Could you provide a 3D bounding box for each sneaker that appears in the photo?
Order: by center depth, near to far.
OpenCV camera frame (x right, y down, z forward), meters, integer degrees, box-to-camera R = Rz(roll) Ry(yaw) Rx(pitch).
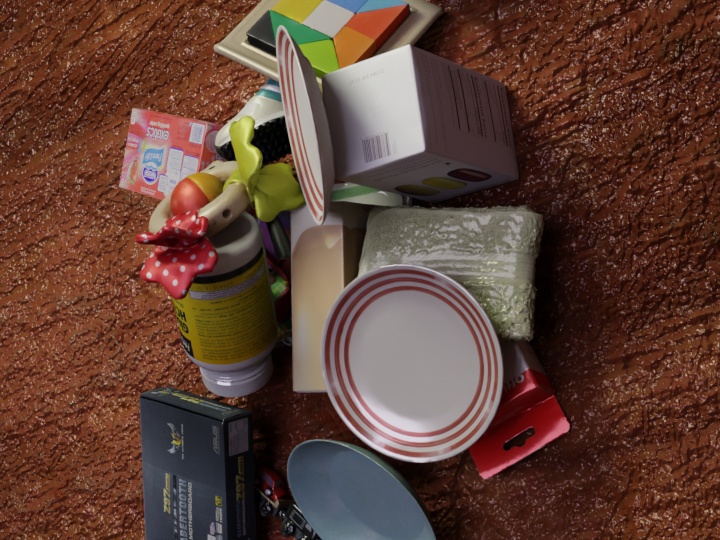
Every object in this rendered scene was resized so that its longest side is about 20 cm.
[{"bbox_3d":[-0.080,-0.196,1.580,0.199,0.070,0.094,-30,57,3],"label":"sneaker"}]

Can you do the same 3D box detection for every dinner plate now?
[{"bbox_3d":[-0.053,-0.146,1.415,0.024,0.200,0.202,-13,74,-8],"label":"dinner plate"},{"bbox_3d":[0.052,0.092,1.418,0.198,0.024,0.203,5,101,24],"label":"dinner plate"}]

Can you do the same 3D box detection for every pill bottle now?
[{"bbox_3d":[-0.153,0.039,1.590,0.112,0.112,0.202,22,135,34],"label":"pill bottle"}]

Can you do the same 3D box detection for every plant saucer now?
[{"bbox_3d":[0.010,0.251,1.522,0.200,0.039,0.202,25,138,25],"label":"plant saucer"}]

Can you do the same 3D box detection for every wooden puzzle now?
[{"bbox_3d":[-0.034,-0.268,1.548,0.184,0.037,0.200,28,57,23],"label":"wooden puzzle"}]

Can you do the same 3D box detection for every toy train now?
[{"bbox_3d":[-0.110,0.254,1.651,0.199,0.034,0.046,37,105,32],"label":"toy train"}]

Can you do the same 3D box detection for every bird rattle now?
[{"bbox_3d":[-0.160,-0.059,1.495,0.200,0.113,0.163,-48,26,-13],"label":"bird rattle"}]

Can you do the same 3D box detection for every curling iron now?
[{"bbox_3d":[-0.088,0.000,1.623,0.049,0.025,0.202,-29,67,27],"label":"curling iron"}]

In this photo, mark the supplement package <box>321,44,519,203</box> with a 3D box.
[{"bbox_3d":[0.066,-0.145,1.459,0.113,0.199,0.111,-15,77,33],"label":"supplement package"}]

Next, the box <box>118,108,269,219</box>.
[{"bbox_3d":[-0.197,-0.127,1.674,0.199,0.094,0.104,16,96,55],"label":"box"}]

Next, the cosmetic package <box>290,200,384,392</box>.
[{"bbox_3d":[-0.020,0.029,1.532,0.070,0.105,0.203,-3,88,31],"label":"cosmetic package"}]

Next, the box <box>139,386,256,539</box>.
[{"bbox_3d":[-0.192,0.250,1.663,0.157,0.051,0.202,11,105,43],"label":"box"}]

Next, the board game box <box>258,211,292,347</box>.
[{"bbox_3d":[-0.125,0.013,1.678,0.198,0.039,0.160,-12,79,34],"label":"board game box"}]

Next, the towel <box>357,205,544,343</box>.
[{"bbox_3d":[0.087,0.005,1.447,0.198,0.036,0.150,1,79,25],"label":"towel"}]

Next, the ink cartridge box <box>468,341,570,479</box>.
[{"bbox_3d":[0.120,0.101,1.468,0.116,0.067,0.201,-33,67,14],"label":"ink cartridge box"}]

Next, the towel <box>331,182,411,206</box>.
[{"bbox_3d":[0.000,0.000,1.598,0.148,0.031,0.203,-7,84,32],"label":"towel"}]
